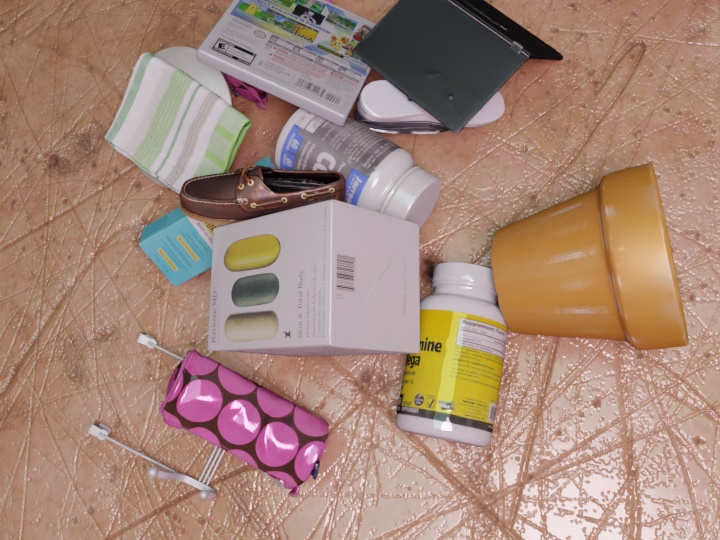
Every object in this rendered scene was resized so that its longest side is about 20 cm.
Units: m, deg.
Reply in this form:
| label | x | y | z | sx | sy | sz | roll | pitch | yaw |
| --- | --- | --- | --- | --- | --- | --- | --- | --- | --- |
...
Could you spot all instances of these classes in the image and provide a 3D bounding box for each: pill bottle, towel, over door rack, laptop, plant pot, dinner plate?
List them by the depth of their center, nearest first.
| label | x | y | z | sx | sy | sz | roll | pitch | yaw |
| --- | --- | --- | --- | --- | --- | --- | --- | --- | --- |
| plant pot | 0.254 | -0.002 | 0.796 | 0.183 | 0.200 | 0.201 | -12 | 72 | 24 |
| pill bottle | 0.112 | 0.097 | 0.827 | 0.112 | 0.112 | 0.200 | 8 | 76 | 13 |
| over door rack | -0.244 | 0.182 | 0.899 | 0.200 | 0.067 | 0.148 | 23 | 80 | 16 |
| pill bottle | -0.003 | -0.126 | 0.910 | 0.200 | 0.114 | 0.114 | 34 | 84 | 18 |
| laptop | 0.133 | -0.288 | 0.934 | 0.187 | 0.200 | 0.116 | 43 | 123 | 18 |
| towel | -0.255 | -0.191 | 0.962 | 0.200 | 0.031 | 0.149 | 35 | 109 | 19 |
| dinner plate | -0.268 | -0.217 | 0.996 | 0.200 | 0.024 | 0.201 | 3 | 96 | 25 |

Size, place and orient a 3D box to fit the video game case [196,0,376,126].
| label | x | y | z | sx | sy | sz | roll | pitch | yaw |
| --- | --- | --- | --- | --- | --- | --- | --- | --- | --- |
| video game case | -0.082 | -0.293 | 0.912 | 0.200 | 0.022 | 0.182 | 24 | 58 | -2 |

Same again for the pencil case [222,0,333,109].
| label | x | y | z | sx | sy | sz | roll | pitch | yaw |
| --- | --- | --- | --- | --- | --- | --- | --- | --- | --- |
| pencil case | -0.117 | -0.334 | 1.007 | 0.200 | 0.094 | 0.091 | -54 | 28 | -5 |

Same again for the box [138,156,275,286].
| label | x | y | z | sx | sy | sz | roll | pitch | yaw |
| --- | --- | --- | --- | --- | --- | --- | --- | --- | --- |
| box | -0.185 | -0.063 | 0.931 | 0.200 | 0.082 | 0.049 | -28 | 30 | 10 |

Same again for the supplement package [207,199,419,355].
| label | x | y | z | sx | sy | sz | roll | pitch | yaw |
| --- | --- | --- | --- | --- | --- | --- | --- | --- | --- |
| supplement package | -0.054 | 0.021 | 0.814 | 0.200 | 0.151 | 0.152 | -8 | 77 | 41 |

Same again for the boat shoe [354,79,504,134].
| label | x | y | z | sx | sy | sz | roll | pitch | yaw |
| --- | --- | --- | --- | --- | --- | --- | --- | --- | --- |
| boat shoe | 0.091 | -0.213 | 0.941 | 0.200 | 0.068 | 0.072 | -6 | 77 | -13 |

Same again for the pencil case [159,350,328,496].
| label | x | y | z | sx | sy | sz | roll | pitch | yaw |
| --- | --- | --- | --- | --- | --- | --- | --- | --- | --- |
| pencil case | -0.136 | 0.178 | 0.823 | 0.200 | 0.091 | 0.094 | 31 | 79 | -6 |

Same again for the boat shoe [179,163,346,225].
| label | x | y | z | sx | sy | sz | roll | pitch | yaw |
| --- | --- | --- | --- | --- | --- | --- | --- | --- | --- |
| boat shoe | -0.116 | -0.097 | 0.840 | 0.200 | 0.070 | 0.070 | 0 | 51 | -6 |
